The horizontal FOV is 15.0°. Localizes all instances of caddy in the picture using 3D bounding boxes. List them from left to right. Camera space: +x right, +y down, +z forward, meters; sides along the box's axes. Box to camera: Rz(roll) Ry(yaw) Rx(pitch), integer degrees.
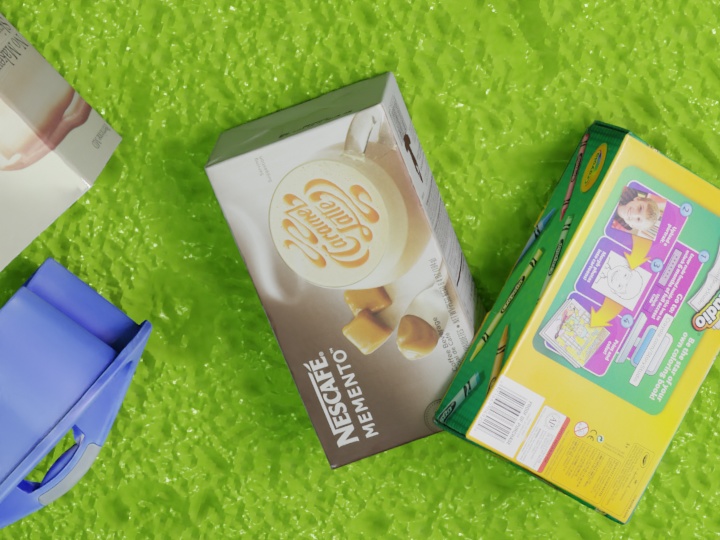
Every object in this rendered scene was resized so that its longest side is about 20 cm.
[{"bbox_3d":[-0.207,0.090,1.633,0.105,0.141,0.200,43,107,-4],"label":"caddy"}]

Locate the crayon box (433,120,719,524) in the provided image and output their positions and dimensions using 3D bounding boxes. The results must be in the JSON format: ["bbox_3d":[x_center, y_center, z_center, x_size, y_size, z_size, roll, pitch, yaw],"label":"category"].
[{"bbox_3d":[0.144,0.030,1.578,0.119,0.058,0.200,29,88,-21],"label":"crayon box"}]

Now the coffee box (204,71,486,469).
[{"bbox_3d":[0.000,0.000,1.615,0.114,0.080,0.201,-18,106,10],"label":"coffee box"}]

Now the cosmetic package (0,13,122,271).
[{"bbox_3d":[-0.244,-0.108,1.590,0.087,0.103,0.200,-40,102,17],"label":"cosmetic package"}]
